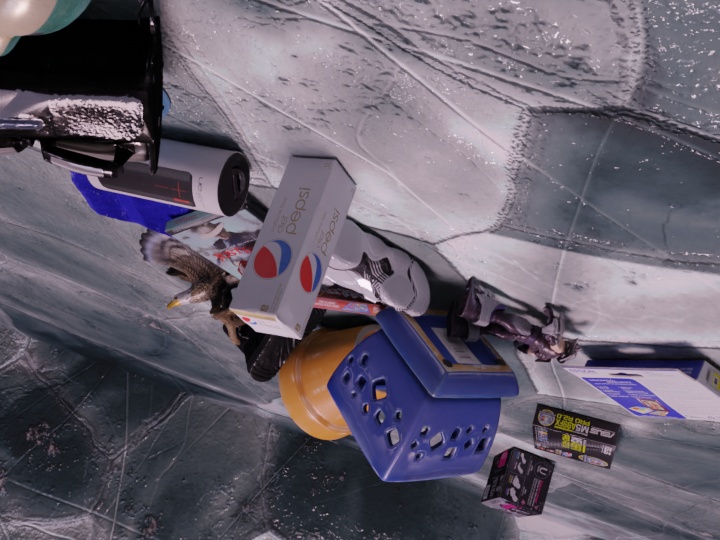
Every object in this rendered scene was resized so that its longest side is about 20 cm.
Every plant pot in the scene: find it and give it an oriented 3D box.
[{"bbox_3d":[0.098,0.168,1.181,0.198,0.181,0.200,8,-148,-38],"label":"plant pot"},{"bbox_3d":[-0.017,0.186,1.463,0.199,0.202,0.183,30,142,-27],"label":"plant pot"}]

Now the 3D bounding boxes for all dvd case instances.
[{"bbox_3d":[-0.164,-0.036,1.184,0.145,0.022,0.200,-15,145,30],"label":"dvd case"}]

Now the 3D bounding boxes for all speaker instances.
[{"bbox_3d":[-0.240,-0.124,1.014,0.198,0.082,0.081,13,159,19],"label":"speaker"}]

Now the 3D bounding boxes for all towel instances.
[{"bbox_3d":[-0.320,-0.099,1.193,0.198,0.050,0.148,15,160,12],"label":"towel"}]

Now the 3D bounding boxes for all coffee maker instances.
[{"bbox_3d":[-0.290,-0.191,0.767,0.197,0.135,0.194,2,119,-11],"label":"coffee maker"}]

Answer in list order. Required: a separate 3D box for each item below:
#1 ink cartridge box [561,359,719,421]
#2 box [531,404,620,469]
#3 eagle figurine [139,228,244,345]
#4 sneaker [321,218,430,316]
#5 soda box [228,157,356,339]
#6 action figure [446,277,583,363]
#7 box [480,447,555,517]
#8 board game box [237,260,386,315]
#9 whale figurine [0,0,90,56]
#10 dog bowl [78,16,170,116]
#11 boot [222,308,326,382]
[{"bbox_3d":[0.430,0.163,1.177,0.199,0.047,0.197,34,157,-29],"label":"ink cartridge box"},{"bbox_3d":[0.423,0.331,1.604,0.159,0.045,0.200,13,159,19],"label":"box"},{"bbox_3d":[-0.265,0.012,1.350,0.150,0.201,0.152,-8,140,-40],"label":"eagle figurine"},{"bbox_3d":[0.000,0.000,1.120,0.199,0.076,0.115,34,157,-24],"label":"sneaker"},{"bbox_3d":[-0.074,-0.028,0.925,0.067,0.202,0.064,7,157,30],"label":"soda box"},{"bbox_3d":[0.224,0.083,1.133,0.198,0.070,0.130,20,153,-11],"label":"action figure"},{"bbox_3d":[0.391,0.534,2.023,0.114,0.133,0.200,20,160,3],"label":"box"},{"bbox_3d":[-0.069,0.026,1.166,0.198,0.020,0.103,9,-160,-32],"label":"board game box"},{"bbox_3d":[-0.295,-0.259,0.670,0.198,0.161,0.103,6,-166,35],"label":"whale figurine"},{"bbox_3d":[-0.302,-0.211,0.892,0.111,0.050,0.200,2,154,40],"label":"dog bowl"},{"bbox_3d":[-0.155,0.070,1.403,0.076,0.201,0.168,27,-166,-39],"label":"boot"}]
